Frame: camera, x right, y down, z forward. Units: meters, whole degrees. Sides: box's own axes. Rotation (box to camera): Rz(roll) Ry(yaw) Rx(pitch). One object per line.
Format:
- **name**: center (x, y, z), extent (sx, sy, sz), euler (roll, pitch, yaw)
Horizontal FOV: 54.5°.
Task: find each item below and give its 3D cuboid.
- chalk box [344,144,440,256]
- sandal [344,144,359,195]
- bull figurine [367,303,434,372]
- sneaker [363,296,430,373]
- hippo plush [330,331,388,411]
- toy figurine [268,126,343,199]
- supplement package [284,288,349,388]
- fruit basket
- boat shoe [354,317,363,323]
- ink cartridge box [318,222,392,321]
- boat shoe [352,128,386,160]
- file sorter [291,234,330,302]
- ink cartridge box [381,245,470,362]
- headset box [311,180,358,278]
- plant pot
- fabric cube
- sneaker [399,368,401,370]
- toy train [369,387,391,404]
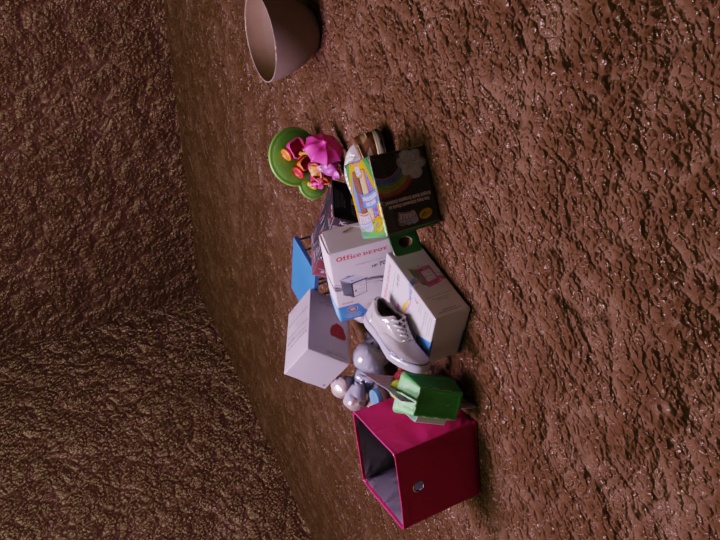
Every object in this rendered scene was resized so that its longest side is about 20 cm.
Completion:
- **chalk box**: center (0.067, -0.130, 1.373), extent (0.124, 0.125, 0.201), euler (3, 107, 67)
- **sandal**: center (0.016, -0.185, 1.549), extent (0.050, 0.082, 0.203), euler (-44, -57, -65)
- **bull figurine**: center (0.089, 0.141, 1.506), extent (0.065, 0.121, 0.200), euler (-60, 35, 29)
- **sneaker**: center (0.071, 0.125, 1.396), extent (0.200, 0.073, 0.071), euler (43, 131, 40)
- **hippo plush**: center (0.040, 0.252, 1.734), extent (0.159, 0.200, 0.161), euler (32, 115, 21)
- **toy figurine**: center (-0.107, -0.265, 1.724), extent (0.184, 0.150, 0.200), euler (7, 134, 57)
- **supplement package**: center (-0.107, 0.171, 1.757), extent (0.120, 0.121, 0.200), euler (-48, 29, 35)
- **fruit basket**: center (0.116, 0.256, 1.469), extent (0.200, 0.185, 0.094), euler (7, 86, 64)
- **boat shoe**: center (0.014, 0.097, 1.733), extent (0.200, 0.073, 0.066), euler (114, 133, -85)
- **ink cartridge box**: center (0.000, 0.000, 1.549), extent (0.086, 0.146, 0.200), euler (-113, 10, -48)
- **boat shoe**: center (0.027, -0.193, 1.470), extent (0.076, 0.074, 0.201), euler (-131, 29, -84)
- **file sorter**: center (-0.101, 0.011, 1.868), extent (0.139, 0.122, 0.200), euler (57, 153, 35)
- **ink cartridge box**: center (0.125, 0.065, 1.427), extent (0.200, 0.084, 0.145), euler (57, 153, 38)
- **headset box**: center (-0.061, -0.086, 1.652), extent (0.149, 0.075, 0.200), euler (-95, 22, -48)
- **plant pot**: center (-0.173, -0.552, 1.631), extent (0.200, 0.134, 0.201), euler (50, 149, 46)
- **fabric cube**: center (0.123, 0.397, 1.522), extent (0.200, 0.199, 0.197), euler (34, 135, 58)
- **sneaker**: center (0.086, 0.158, 1.627), extent (0.089, 0.077, 0.200), euler (89, 162, -56)
- **toy train**: center (0.098, 0.353, 1.660), extent (0.085, 0.115, 0.201), euler (0, 105, 68)
